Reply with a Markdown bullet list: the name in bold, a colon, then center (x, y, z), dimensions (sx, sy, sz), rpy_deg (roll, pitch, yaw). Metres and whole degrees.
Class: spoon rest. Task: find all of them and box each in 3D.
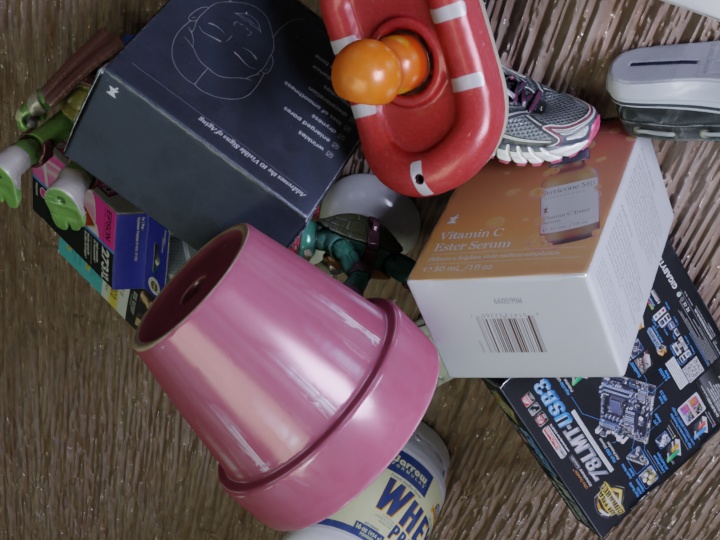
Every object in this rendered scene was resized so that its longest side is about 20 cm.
- **spoon rest**: center (-0.019, -0.020, 1.184), dimensions (0.099, 0.061, 0.200), rpy_deg (38, 124, -10)

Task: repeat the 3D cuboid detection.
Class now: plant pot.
- **plant pot**: center (-0.069, 0.070, 0.924), dimensions (0.179, 0.201, 0.200), rpy_deg (44, 136, -20)

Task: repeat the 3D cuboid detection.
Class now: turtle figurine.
- **turtle figurine**: center (-0.256, -0.113, 1.120), dimensions (0.144, 0.194, 0.200), rpy_deg (42, 139, -16)
- **turtle figurine**: center (0.000, 0.000, 1.082), dimensions (0.199, 0.150, 0.101), rpy_deg (14, 109, -4)

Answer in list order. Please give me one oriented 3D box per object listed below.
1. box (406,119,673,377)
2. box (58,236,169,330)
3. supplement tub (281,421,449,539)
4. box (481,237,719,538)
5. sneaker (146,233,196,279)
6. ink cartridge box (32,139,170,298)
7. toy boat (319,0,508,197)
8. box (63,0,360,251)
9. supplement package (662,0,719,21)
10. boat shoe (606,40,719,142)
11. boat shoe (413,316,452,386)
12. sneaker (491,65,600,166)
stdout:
- **box**: center (0.151, -0.019, 0.970), dimensions (0.151, 0.200, 0.107), rpy_deg (-4, 129, 31)
- **box**: center (-0.241, 0.008, 1.283), dimensions (0.200, 0.049, 0.083), rpy_deg (42, 141, 18)
- **supplement tub**: center (0.010, 0.267, 1.320), dimensions (0.144, 0.200, 0.146), rpy_deg (16, 136, 16)
- **box**: center (0.230, 0.101, 1.053), dimensions (0.200, 0.198, 0.050), rpy_deg (54, 172, -25)
- **sneaker**: center (-0.206, -0.046, 1.223), dimensions (0.200, 0.070, 0.080), rpy_deg (47, 158, 24)
- **ink cartridge box**: center (-0.261, -0.051, 1.188), dimensions (0.200, 0.037, 0.095), rpy_deg (37, 134, 29)
- **toy boat**: center (0.026, -0.150, 0.890), dimensions (0.130, 0.131, 0.201), rpy_deg (-11, 102, 37)
- **box**: center (-0.105, -0.130, 1.013), dimensions (0.200, 0.197, 0.124), rpy_deg (36, 137, -6)
- **supplement package**: center (0.223, -0.280, 0.742), dimensions (0.119, 0.121, 0.201), rpy_deg (22, 136, 10)
- **boat shoe**: center (0.286, -0.130, 0.898), dimensions (0.199, 0.072, 0.071), rpy_deg (10, 144, 35)
- **boat shoe**: center (0.054, 0.111, 1.247), dimensions (0.073, 0.067, 0.200), rpy_deg (37, 137, -8)
- **sneaker**: center (0.098, -0.146, 0.970), dimensions (0.199, 0.081, 0.075), rpy_deg (20, 135, 12)
